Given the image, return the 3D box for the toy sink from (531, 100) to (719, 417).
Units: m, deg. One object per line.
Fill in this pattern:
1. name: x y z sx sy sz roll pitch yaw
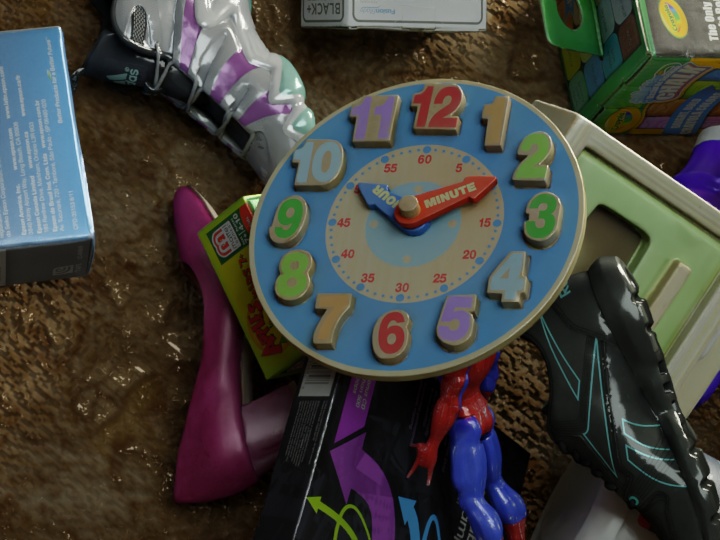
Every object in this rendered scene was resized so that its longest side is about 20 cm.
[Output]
1. toy sink: 0.163 0.007 1.652 0.200 0.112 0.131 34 90 -15

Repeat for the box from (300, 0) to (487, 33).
1. box: 0.023 -0.257 1.781 0.116 0.060 0.201 -3 96 -34

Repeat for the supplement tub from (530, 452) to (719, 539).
1. supplement tub: 0.212 0.192 1.663 0.200 0.140 0.141 29 59 -7

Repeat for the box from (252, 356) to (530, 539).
1. box: 0.024 0.133 1.607 0.200 0.036 0.143 39 59 -45

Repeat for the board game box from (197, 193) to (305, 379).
1. board game box: 0.000 0.000 1.677 0.200 0.048 0.102 -10 69 -50

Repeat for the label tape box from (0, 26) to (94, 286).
1. label tape box: -0.268 -0.062 1.628 0.199 0.066 0.144 -7 69 -9

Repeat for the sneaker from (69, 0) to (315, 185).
1. sneaker: -0.119 -0.119 1.718 0.139 0.078 0.200 -16 66 -24

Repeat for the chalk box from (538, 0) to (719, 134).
1. chalk box: 0.206 -0.171 1.838 0.199 0.124 0.125 0 68 -20

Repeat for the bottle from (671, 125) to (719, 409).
1. bottle: 0.220 -0.005 1.799 0.083 0.065 0.200 28 59 -11

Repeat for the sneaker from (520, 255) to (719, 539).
1. sneaker: 0.154 0.095 1.572 0.079 0.075 0.201 -22 85 8

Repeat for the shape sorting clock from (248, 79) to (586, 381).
1. shape sorting clock: 0.031 -0.027 1.557 0.199 0.039 0.201 -9 53 12

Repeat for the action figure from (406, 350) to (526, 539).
1. action figure: 0.063 0.097 1.591 0.065 0.052 0.201 -30 118 -53

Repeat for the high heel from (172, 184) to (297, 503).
1. high heel: -0.103 0.043 1.660 0.096 0.067 0.200 -24 61 -1
